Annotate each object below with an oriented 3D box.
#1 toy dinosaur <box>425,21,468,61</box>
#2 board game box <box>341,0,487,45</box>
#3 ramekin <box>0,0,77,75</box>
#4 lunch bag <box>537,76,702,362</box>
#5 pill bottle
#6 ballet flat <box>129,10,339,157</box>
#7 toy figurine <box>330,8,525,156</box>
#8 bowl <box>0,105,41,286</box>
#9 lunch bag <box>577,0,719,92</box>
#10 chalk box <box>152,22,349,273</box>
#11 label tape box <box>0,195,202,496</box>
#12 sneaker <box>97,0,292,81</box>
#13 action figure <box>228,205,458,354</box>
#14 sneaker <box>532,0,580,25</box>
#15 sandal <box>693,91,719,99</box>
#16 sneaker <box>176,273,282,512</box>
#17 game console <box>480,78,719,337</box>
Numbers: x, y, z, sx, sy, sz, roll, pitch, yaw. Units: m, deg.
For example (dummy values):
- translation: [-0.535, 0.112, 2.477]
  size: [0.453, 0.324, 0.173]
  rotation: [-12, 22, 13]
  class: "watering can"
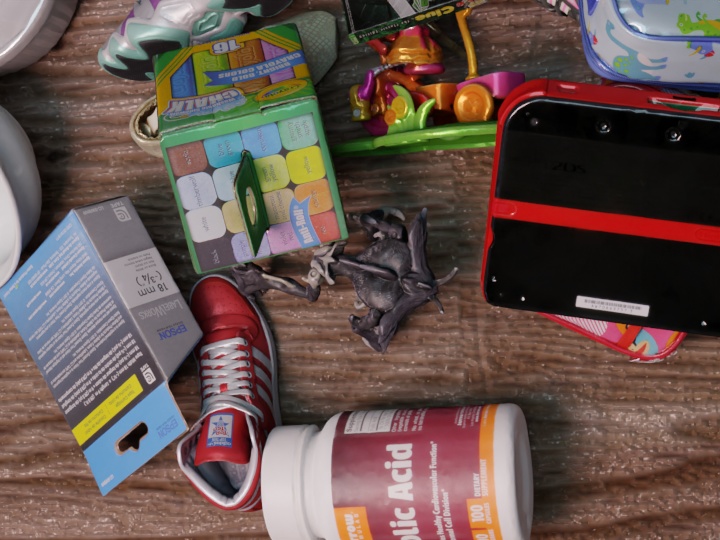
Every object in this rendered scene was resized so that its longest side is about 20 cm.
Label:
- translation: [0.027, -0.262, 1.241]
  size: [0.106, 0.060, 0.201]
  rotation: [-8, 86, 12]
  class: "toy dinosaur"
- translation: [0.023, -0.271, 1.132]
  size: [0.104, 0.023, 0.201]
  rotation: [-17, 67, 13]
  class: "board game box"
- translation: [-0.334, -0.258, 1.313]
  size: [0.201, 0.094, 0.203]
  rotation: [-1, 87, 13]
  class: "ramekin"
- translation: [0.220, -0.037, 1.150]
  size: [0.176, 0.082, 0.201]
  rotation: [26, 113, 1]
  class: "lunch bag"
- translation: [0.030, 0.165, 1.193]
  size: [0.199, 0.114, 0.115]
  rotation: [-5, 86, 14]
  class: "pill bottle"
- translation: [-0.105, -0.153, 1.267]
  size: [0.200, 0.062, 0.068]
  rotation: [-32, 78, 10]
  class: "ballet flat"
- translation: [0.058, -0.189, 1.187]
  size: [0.199, 0.150, 0.185]
  rotation: [-4, 90, 38]
  class: "toy figurine"
- translation: [-0.340, -0.086, 1.289]
  size: [0.200, 0.090, 0.202]
  rotation: [18, 129, 24]
  class: "bowl"
- translation: [0.231, -0.230, 1.100]
  size: [0.160, 0.083, 0.201]
  rotation: [1, 65, -10]
  class: "lunch bag"
- translation: [-0.083, -0.087, 1.162]
  size: [0.123, 0.200, 0.125]
  rotation: [-14, 122, -2]
  class: "chalk box"
- translation: [-0.202, 0.063, 1.251]
  size: [0.144, 0.063, 0.200]
  rotation: [-38, 77, 42]
  class: "label tape box"
- translation: [-0.144, -0.253, 1.284]
  size: [0.199, 0.078, 0.140]
  rotation: [-23, 63, 24]
  class: "sneaker"
- translation: [0.000, 0.000, 1.217]
  size: [0.199, 0.102, 0.119]
  rotation: [15, 89, 30]
  class: "action figure"
- translation: [0.170, -0.228, 1.200]
  size: [0.086, 0.080, 0.201]
  rotation: [-28, 75, 17]
  class: "sneaker"
- translation: [0.298, -0.170, 1.160]
  size: [0.082, 0.055, 0.200]
  rotation: [40, 93, -20]
  class: "sandal"
- translation: [-0.110, 0.098, 1.231]
  size: [0.071, 0.112, 0.201]
  rotation: [-15, 84, 12]
  class: "sneaker"
- translation: [0.192, -0.044, 1.096]
  size: [0.199, 0.031, 0.178]
  rotation: [8, 118, 9]
  class: "game console"
